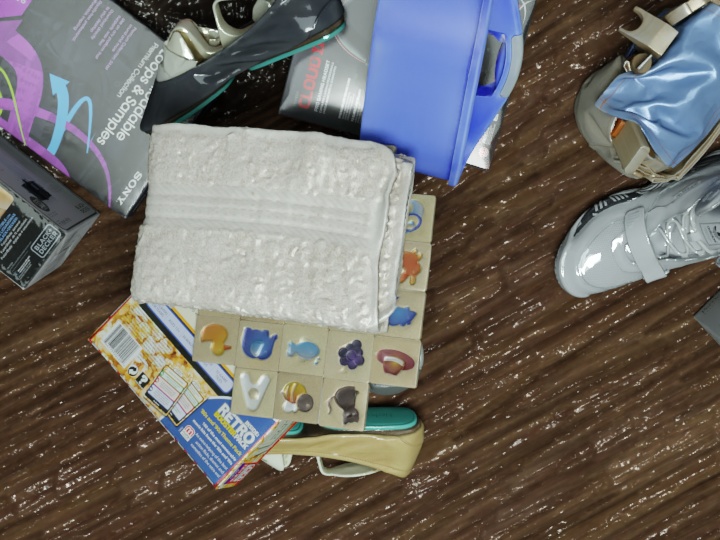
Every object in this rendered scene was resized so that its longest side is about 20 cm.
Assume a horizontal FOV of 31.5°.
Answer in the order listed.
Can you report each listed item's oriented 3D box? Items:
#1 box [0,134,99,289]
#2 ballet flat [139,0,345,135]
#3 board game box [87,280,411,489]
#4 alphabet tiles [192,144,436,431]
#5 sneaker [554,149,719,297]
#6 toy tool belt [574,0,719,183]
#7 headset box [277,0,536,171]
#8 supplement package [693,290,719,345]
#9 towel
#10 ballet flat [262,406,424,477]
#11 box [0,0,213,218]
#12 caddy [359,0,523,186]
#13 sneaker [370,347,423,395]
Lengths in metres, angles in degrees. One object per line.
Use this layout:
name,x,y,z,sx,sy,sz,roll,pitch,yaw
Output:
box,-0.320,-0.078,1.041,0.200,0.117,0.060,39,99,-6
ballet flat,-0.105,-0.176,0.994,0.199,0.073,0.073,-25,98,23
board game box,-0.079,0.035,0.936,0.200,0.046,0.152,-45,76,6
alphabet tiles,-0.034,0.007,0.900,0.165,0.006,0.202,5,85,14
sneaker,0.255,-0.031,1.036,0.199,0.115,0.075,-28,105,4
toy tool belt,0.258,-0.165,1.015,0.124,0.123,0.201,33,97,-4
headset box,0.027,-0.179,1.040,0.199,0.075,0.150,16,99,-2
supplement package,0.409,0.032,1.048,0.156,0.111,0.200,44,96,-6
towel,-0.064,-0.031,0.891,0.199,0.034,0.134,6,84,15
ballet flat,-0.045,0.147,1.096,0.198,0.069,0.063,6,112,1
box,-0.233,-0.159,1.067,0.200,0.036,0.143,36,97,-5
caddy,0.064,-0.158,0.918,0.104,0.142,0.201,12,133,4
sneaker,0.000,0.000,0.990,0.074,0.087,0.201,-12,81,4
